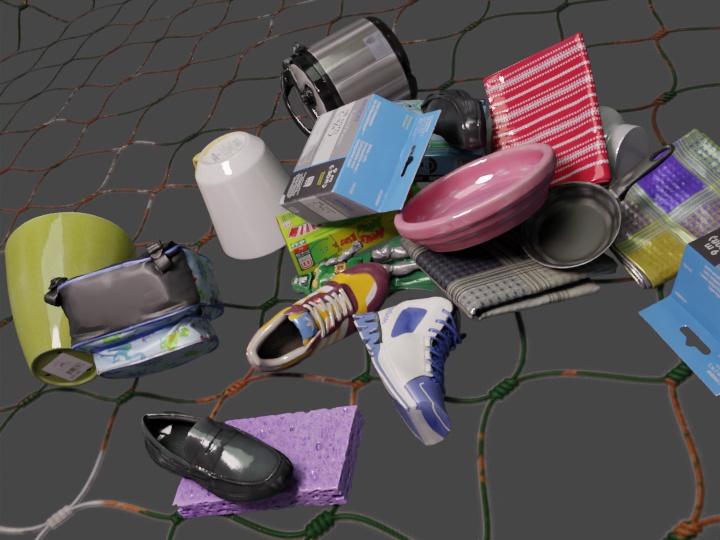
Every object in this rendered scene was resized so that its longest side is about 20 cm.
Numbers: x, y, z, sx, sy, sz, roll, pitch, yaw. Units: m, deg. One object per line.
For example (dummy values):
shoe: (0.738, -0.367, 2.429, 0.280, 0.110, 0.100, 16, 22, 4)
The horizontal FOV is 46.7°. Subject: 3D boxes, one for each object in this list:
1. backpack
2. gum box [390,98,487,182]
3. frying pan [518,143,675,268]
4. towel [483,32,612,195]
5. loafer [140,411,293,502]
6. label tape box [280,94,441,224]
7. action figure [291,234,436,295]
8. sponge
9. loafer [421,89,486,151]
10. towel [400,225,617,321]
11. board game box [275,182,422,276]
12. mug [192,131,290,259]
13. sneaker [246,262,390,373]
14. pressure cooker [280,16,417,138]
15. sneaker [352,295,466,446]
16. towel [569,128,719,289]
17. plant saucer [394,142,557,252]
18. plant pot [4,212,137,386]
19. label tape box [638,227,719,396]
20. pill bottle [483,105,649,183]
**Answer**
backpack: (-0.268, 0.057, 1.077, 0.182, 0.148, 0.200, -19, -4, 5)
gum box: (0.098, -0.193, 1.219, 0.168, 0.045, 0.200, 1, 33, 11)
frying pan: (0.257, -0.078, 0.943, 0.115, 0.031, 0.190, 29, 75, 39)
towel: (0.224, -0.175, 1.024, 0.144, 0.022, 0.202, -19, 69, 36)
loafer: (-0.158, 0.192, 0.879, 0.199, 0.071, 0.068, 6, 47, 36)
label tape box: (-0.005, -0.142, 1.056, 0.199, 0.063, 0.145, -6, 58, 55)
action figure: (0.000, 0.000, 1.090, 0.199, 0.055, 0.119, -16, 40, 19)
sponge: (-0.099, 0.208, 0.909, 0.199, 0.030, 0.112, -11, 38, 20)
loafer: (0.121, -0.196, 1.096, 0.070, 0.069, 0.201, -7, 22, -2)
towel: (0.171, -0.012, 0.985, 0.199, 0.035, 0.193, -15, 31, -18)
board game box: (-0.011, -0.072, 1.171, 0.199, 0.048, 0.102, -23, 36, -5)
mug: (-0.189, -0.120, 1.260, 0.185, 0.154, 0.150, -6, 41, 25)
sneaker: (-0.046, 0.059, 0.996, 0.200, 0.075, 0.090, -37, -3, -4)
pressure cooker: (-0.028, -0.301, 1.367, 0.199, 0.179, 0.176, -32, 40, -10)
sneaker: (0.069, 0.085, 0.917, 0.115, 0.081, 0.200, -29, 35, -1)
towel: (0.358, -0.074, 0.954, 0.199, 0.023, 0.144, -30, 57, -7)
plant saucer: (0.137, -0.080, 0.964, 0.199, 0.051, 0.201, -25, 16, 8)
plant pot: (-0.410, 0.054, 1.178, 0.186, 0.188, 0.201, -20, 50, 7)
label tape box: (0.396, 0.017, 0.824, 0.199, 0.064, 0.144, -26, 36, -1)
pill bottle: (0.264, -0.161, 1.079, 0.112, 0.113, 0.199, -43, 40, -23)
